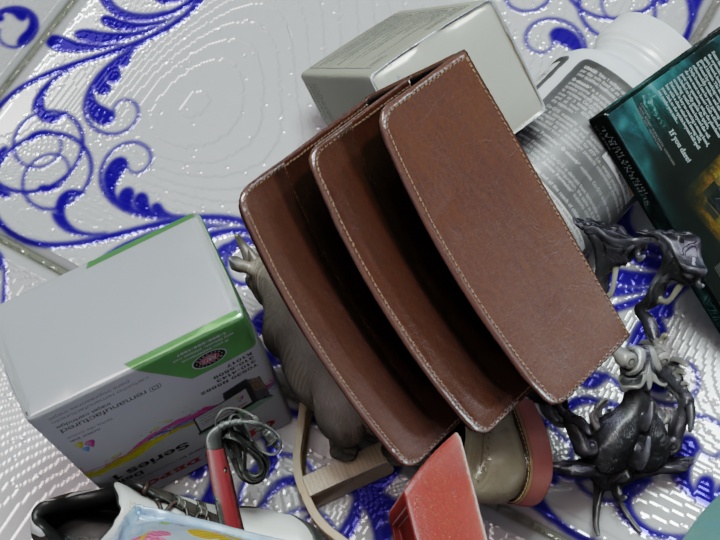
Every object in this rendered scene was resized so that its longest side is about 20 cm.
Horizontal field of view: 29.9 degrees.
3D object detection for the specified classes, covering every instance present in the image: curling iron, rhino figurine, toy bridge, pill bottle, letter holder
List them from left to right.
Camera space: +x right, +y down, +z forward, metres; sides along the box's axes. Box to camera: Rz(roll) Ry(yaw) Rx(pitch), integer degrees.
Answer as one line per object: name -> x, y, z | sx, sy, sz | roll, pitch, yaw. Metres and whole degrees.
curling iron -> -0.068, 0.187, 0.864 | 0.049, 0.026, 0.202 | -6, 93, -14
rhino figurine -> -0.036, 0.045, 0.921 | 0.060, 0.088, 0.200 | -31, 62, -8
toy bridge -> -0.011, 0.141, 0.932 | 0.067, 0.027, 0.201 | -24, 61, -3
letter holder -> 0.040, 0.000, 0.796 | 0.142, 0.100, 0.201 | -39, 103, -32
pill bottle -> 0.155, -0.086, 0.971 | 0.116, 0.117, 0.200 | 40, 75, 24

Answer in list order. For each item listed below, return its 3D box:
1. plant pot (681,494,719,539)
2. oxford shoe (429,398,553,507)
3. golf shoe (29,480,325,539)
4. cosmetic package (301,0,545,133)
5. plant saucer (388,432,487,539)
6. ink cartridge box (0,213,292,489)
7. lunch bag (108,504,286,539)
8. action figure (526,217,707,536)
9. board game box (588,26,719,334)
plant pot -> 0.257, 0.215, 0.766 | 0.160, 0.201, 0.201 | 27, 69, 34
oxford shoe -> 0.060, 0.071, 0.907 | 0.074, 0.071, 0.201 | 2, 38, -26
golf shoe -> -0.125, 0.183, 0.892 | 0.198, 0.095, 0.078 | -1, 62, 6
cosmetic package -> 0.038, -0.128, 0.963 | 0.103, 0.200, 0.088 | -32, 105, -8
plant saucer -> 0.054, 0.206, 0.767 | 0.036, 0.200, 0.201 | -12, 76, -6
ink cartridge box -> -0.136, 0.066, 0.893 | 0.144, 0.200, 0.084 | -26, 65, -5
lunch bag -> -0.072, 0.250, 0.796 | 0.198, 0.127, 0.171 | 11, 105, 12
action figure -> 0.171, 0.068, 0.900 | 0.118, 0.102, 0.202 | 3, 103, -18
board game box -> 0.263, -0.056, 0.927 | 0.135, 0.028, 0.201 | -34, 97, -15
